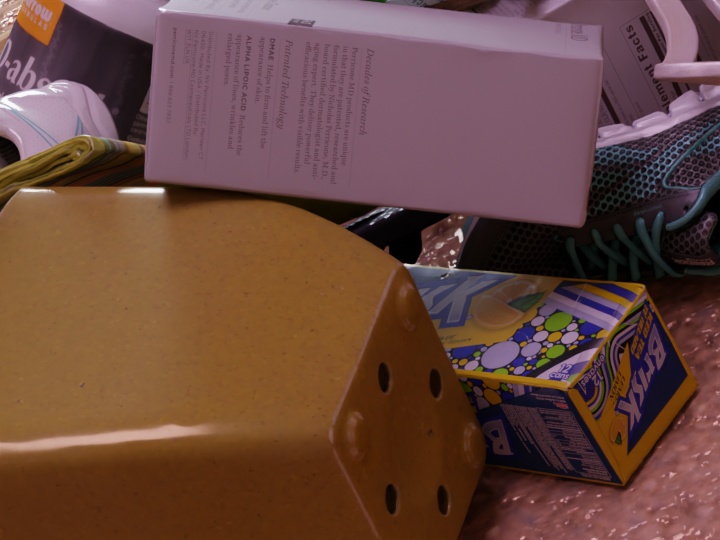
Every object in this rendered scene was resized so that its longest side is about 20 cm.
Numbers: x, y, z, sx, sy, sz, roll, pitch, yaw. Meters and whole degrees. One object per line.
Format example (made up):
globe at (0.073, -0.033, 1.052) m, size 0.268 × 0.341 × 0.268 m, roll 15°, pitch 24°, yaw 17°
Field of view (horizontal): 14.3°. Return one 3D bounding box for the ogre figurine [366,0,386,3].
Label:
ogre figurine at (-0.023, -0.126, 1.608) m, size 0.120 × 0.098 × 0.201 m, roll 19°, pitch 90°, yaw 54°

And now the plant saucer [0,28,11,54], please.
plant saucer at (-0.134, -0.132, 1.774) m, size 0.200 × 0.049 × 0.200 m, roll -32°, pitch 30°, yaw -2°

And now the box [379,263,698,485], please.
box at (0.052, 0.045, 1.326) m, size 0.199 × 0.064 × 0.070 m, roll 6°, pitch 46°, yaw 45°

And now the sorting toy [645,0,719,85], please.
sorting toy at (0.222, -0.124, 1.330) m, size 0.179 × 0.107 × 0.200 m, roll -4°, pitch 34°, yaw 4°

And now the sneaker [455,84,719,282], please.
sneaker at (0.137, -0.027, 1.352) m, size 0.199 × 0.078 × 0.091 m, roll -29°, pitch 34°, yaw 6°

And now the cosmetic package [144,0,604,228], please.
cosmetic package at (0.009, -0.076, 1.288) m, size 0.199 × 0.082 × 0.113 m, roll 5°, pitch 13°, yaw 2°

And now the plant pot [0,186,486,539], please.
plant pot at (-0.061, 0.084, 1.256) m, size 0.199 × 0.196 × 0.195 m, roll -6°, pitch 37°, yaw 26°

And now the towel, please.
towel at (-0.085, -0.034, 1.389) m, size 0.086 × 0.199 × 0.018 m, roll -19°, pitch 71°, yaw 40°

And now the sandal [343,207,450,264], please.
sandal at (0.000, 0.000, 1.443) m, size 0.200 × 0.045 × 0.075 m, roll -25°, pitch 6°, yaw 39°

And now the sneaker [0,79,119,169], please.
sneaker at (-0.140, -0.012, 1.471) m, size 0.080 × 0.201 × 0.071 m, roll -11°, pitch -34°, yaw -46°

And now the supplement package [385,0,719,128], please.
supplement package at (0.133, -0.130, 1.469) m, size 0.200 × 0.110 × 0.114 m, roll -32°, pitch 30°, yaw -2°

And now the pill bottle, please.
pill bottle at (-0.144, -0.107, 1.591) m, size 0.201 × 0.116 × 0.116 m, roll -67°, pitch 28°, yaw 12°

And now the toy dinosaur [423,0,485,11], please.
toy dinosaur at (0.063, -0.159, 1.428) m, size 0.101 × 0.058 × 0.200 m, roll -31°, pitch 21°, yaw -28°
